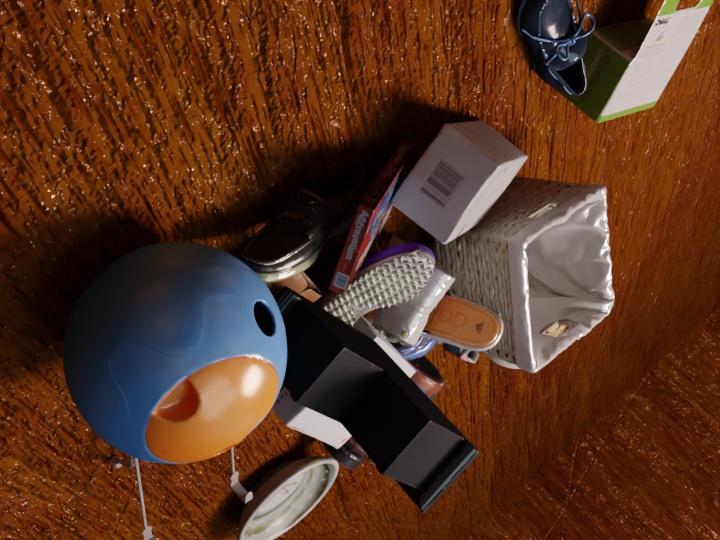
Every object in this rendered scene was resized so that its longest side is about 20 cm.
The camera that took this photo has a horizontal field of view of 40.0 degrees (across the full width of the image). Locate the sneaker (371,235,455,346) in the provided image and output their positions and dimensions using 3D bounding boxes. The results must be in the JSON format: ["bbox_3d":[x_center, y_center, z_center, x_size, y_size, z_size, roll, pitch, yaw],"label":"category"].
[{"bbox_3d":[0.048,0.027,1.216,0.116,0.074,0.200,-60,-170,7],"label":"sneaker"}]

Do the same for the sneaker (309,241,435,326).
[{"bbox_3d":[-0.001,0.000,1.144,0.200,0.100,0.069,-30,133,33],"label":"sneaker"}]

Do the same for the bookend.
[{"bbox_3d":[-0.003,0.139,1.045,0.092,0.200,0.199,-48,143,4],"label":"bookend"}]

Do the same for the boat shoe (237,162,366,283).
[{"bbox_3d":[-0.059,-0.055,1.022,0.200,0.073,0.065,-44,148,-47],"label":"boat shoe"}]

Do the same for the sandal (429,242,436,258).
[{"bbox_3d":[0.108,0.008,1.372,0.203,0.050,0.082,-49,124,-6],"label":"sandal"}]

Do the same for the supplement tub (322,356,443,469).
[{"bbox_3d":[0.029,0.212,1.528,0.200,0.107,0.107,-50,155,11],"label":"supplement tub"}]

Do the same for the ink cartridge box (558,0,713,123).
[{"bbox_3d":[0.368,-0.304,1.292,0.148,0.076,0.200,-20,145,-41],"label":"ink cartridge box"}]

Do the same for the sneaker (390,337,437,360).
[{"bbox_3d":[0.102,0.048,1.447,0.200,0.075,0.079,-46,148,-16],"label":"sneaker"}]

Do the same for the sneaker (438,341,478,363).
[{"bbox_3d":[0.195,0.077,1.555,0.070,0.082,0.200,-53,180,-37],"label":"sneaker"}]

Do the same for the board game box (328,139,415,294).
[{"bbox_3d":[0.015,-0.062,1.064,0.200,0.019,0.103,-60,172,-60],"label":"board game box"}]

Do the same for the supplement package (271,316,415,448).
[{"bbox_3d":[-0.039,0.127,1.287,0.156,0.111,0.200,-44,156,0],"label":"supplement package"}]

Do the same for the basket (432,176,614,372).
[{"bbox_3d":[0.220,-0.003,1.331,0.198,0.161,0.201,-31,122,-36],"label":"basket"}]

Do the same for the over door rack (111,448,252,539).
[{"bbox_3d":[-0.219,0.232,1.204,0.147,0.067,0.201,-29,130,-31],"label":"over door rack"}]

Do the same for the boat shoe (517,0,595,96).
[{"bbox_3d":[0.238,-0.271,1.149,0.084,0.069,0.200,-47,155,6],"label":"boat shoe"}]

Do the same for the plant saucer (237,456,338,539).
[{"bbox_3d":[-0.125,0.358,1.581,0.200,0.050,0.200,-35,153,-21],"label":"plant saucer"}]

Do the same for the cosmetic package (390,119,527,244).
[{"bbox_3d":[0.119,-0.107,1.145,0.113,0.081,0.200,-55,170,20],"label":"cosmetic package"}]

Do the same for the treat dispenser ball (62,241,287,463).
[{"bbox_3d":[-0.167,0.074,0.900,0.201,0.201,0.201,-35,154,-20],"label":"treat dispenser ball"}]

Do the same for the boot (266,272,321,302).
[{"bbox_3d":[-0.111,0.063,1.097,0.154,0.074,0.200,-34,153,-3],"label":"boot"}]

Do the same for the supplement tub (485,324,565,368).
[{"bbox_3d":[0.271,0.052,1.607,0.145,0.145,0.200,-28,150,-33],"label":"supplement tub"}]

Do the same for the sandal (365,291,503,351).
[{"bbox_3d":[0.088,0.046,1.281,0.059,0.206,0.079,44,65,-51],"label":"sandal"}]
